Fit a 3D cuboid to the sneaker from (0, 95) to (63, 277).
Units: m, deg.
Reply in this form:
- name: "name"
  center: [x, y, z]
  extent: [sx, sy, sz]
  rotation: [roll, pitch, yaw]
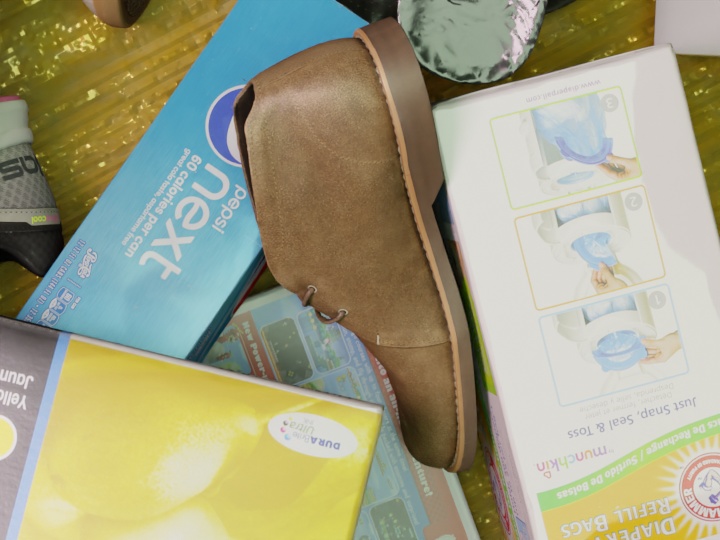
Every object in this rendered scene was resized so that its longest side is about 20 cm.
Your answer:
- name: "sneaker"
  center: [-0.206, 0.010, 0.999]
  extent: [0.200, 0.074, 0.088]
  rotation: [-31, 88, -8]

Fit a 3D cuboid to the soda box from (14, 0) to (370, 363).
- name: "soda box"
  center: [-0.065, -0.023, 1.003]
  extent: [0.068, 0.064, 0.200]
  rotation: [34, 85, 4]

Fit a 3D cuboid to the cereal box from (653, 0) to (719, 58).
- name: "cereal box"
  center: [0.183, -0.184, 0.988]
  extent: [0.039, 0.144, 0.201]
  rotation: [-2, 96, -38]

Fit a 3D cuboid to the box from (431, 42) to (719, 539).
- name: "box"
  center: [0.093, 0.018, 1.005]
  extent: [0.101, 0.112, 0.200]
  rotation: [-15, 93, -5]

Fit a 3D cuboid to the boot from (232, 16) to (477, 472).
- name: "boot"
  center: [0.000, 0.000, 0.974]
  extent: [0.075, 0.074, 0.200]
  rotation: [-19, 120, -8]

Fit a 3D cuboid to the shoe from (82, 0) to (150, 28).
- name: "shoe"
  center: [-0.106, -0.179, 0.965]
  extent: [0.053, 0.200, 0.070]
  rotation: [21, 53, 16]

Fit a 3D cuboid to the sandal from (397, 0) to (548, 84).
- name: "sandal"
  center: [0.059, -0.171, 0.949]
  extent: [0.075, 0.048, 0.201]
  rotation: [7, 99, 0]

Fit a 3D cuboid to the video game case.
- name: "video game case"
  center: [-0.063, 0.093, 1.042]
  extent: [0.200, 0.017, 0.143]
  rotation: [-20, 93, -3]

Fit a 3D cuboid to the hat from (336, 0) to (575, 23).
- name: "hat"
  center: [0.042, -0.190, 1.010]
  extent: [0.200, 0.081, 0.201]
  rotation: [0, 91, -5]

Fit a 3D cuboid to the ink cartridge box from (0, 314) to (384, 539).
- name: "ink cartridge box"
  center: [-0.109, 0.126, 0.932]
  extent: [0.197, 0.047, 0.200]
  rotation: [13, 81, 1]
